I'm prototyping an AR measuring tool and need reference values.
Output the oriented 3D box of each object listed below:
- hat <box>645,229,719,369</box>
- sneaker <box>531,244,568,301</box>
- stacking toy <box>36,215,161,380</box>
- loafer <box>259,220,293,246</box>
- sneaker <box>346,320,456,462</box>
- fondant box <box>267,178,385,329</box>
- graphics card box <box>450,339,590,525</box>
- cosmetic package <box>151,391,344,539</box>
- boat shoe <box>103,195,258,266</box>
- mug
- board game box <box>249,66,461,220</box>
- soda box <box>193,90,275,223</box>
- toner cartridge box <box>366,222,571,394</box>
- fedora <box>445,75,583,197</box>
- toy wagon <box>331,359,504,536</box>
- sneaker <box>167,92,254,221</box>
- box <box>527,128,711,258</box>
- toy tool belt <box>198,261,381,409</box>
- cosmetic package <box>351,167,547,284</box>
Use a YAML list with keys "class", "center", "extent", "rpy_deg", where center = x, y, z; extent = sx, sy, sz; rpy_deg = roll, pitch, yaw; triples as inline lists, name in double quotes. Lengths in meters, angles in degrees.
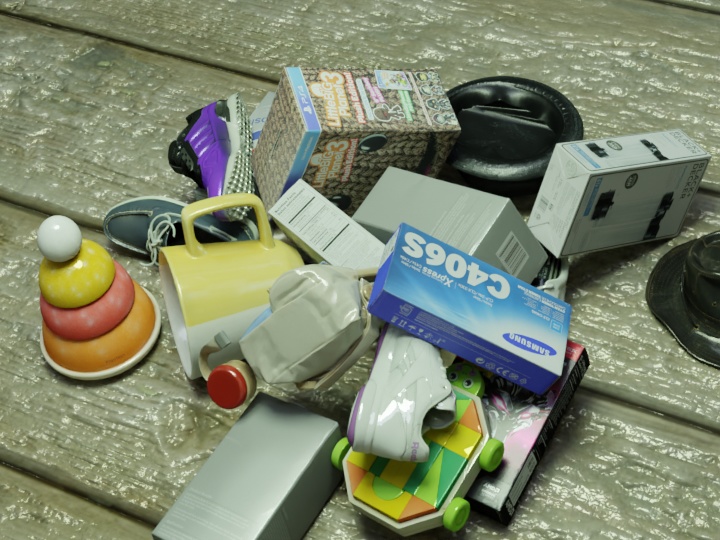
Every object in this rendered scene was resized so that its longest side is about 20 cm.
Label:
- class: "hat"
  center: [0.415, 0.009, 1.499]
  extent: [0.198, 0.081, 0.202]
  rpy_deg: [-4, 47, 4]
- class: "sneaker"
  center: [0.192, 0.042, 1.513]
  extent: [0.072, 0.071, 0.201]
  rpy_deg: [2, 50, 11]
- class: "stacking toy"
  center: [-0.313, 0.012, 1.537]
  extent: [0.144, 0.201, 0.147]
  rpy_deg: [-4, 47, 5]
- class: "loafer"
  center: [-0.073, -0.083, 1.682]
  extent: [0.070, 0.073, 0.201]
  rpy_deg: [10, 54, 4]
- class: "sneaker"
  center: [0.056, 0.107, 1.355]
  extent: [0.099, 0.075, 0.201]
  rpy_deg: [16, 55, 7]
- class: "fondant box"
  center: [0.000, 0.000, 1.529]
  extent: [0.058, 0.144, 0.200]
  rpy_deg: [-45, 54, -7]
- class: "graphics card box"
  center: [0.139, 0.147, 1.412]
  extent: [0.125, 0.051, 0.201]
  rpy_deg: [22, 71, 26]
- class: "cosmetic package"
  center: [-0.107, 0.231, 1.383]
  extent: [0.106, 0.091, 0.200]
  rpy_deg: [20, 52, 28]
- class: "boat shoe"
  center: [-0.224, -0.040, 1.655]
  extent: [0.198, 0.076, 0.062]
  rpy_deg: [12, 27, 9]
- class: "mug"
  center: [-0.135, 0.023, 1.522]
  extent: [0.152, 0.187, 0.151]
  rpy_deg: [-13, 62, -14]
- class: "board game box"
  center: [-0.009, -0.148, 1.603]
  extent: [0.198, 0.160, 0.097]
  rpy_deg: [-3, 54, -25]
- class: "soda box"
  center: [-0.131, -0.136, 1.732]
  extent: [0.063, 0.069, 0.201]
  rpy_deg: [16, 52, 22]
- class: "toner cartridge box"
  center: [0.111, 0.038, 1.358]
  extent: [0.199, 0.043, 0.096]
  rpy_deg: [25, 49, -10]
- class: "fedora"
  center: [0.176, -0.151, 1.677]
  extent: [0.198, 0.092, 0.202]
  rpy_deg: [-5, 47, 5]
- class: "toy wagon"
  center: [0.067, 0.164, 1.370]
  extent: [0.154, 0.040, 0.201]
  rpy_deg: [23, 71, 32]
- class: "sneaker"
  center: [-0.184, -0.127, 1.647]
  extent: [0.098, 0.070, 0.201]
  rpy_deg: [-11, 44, 9]
- class: "box"
  center: [0.293, -0.089, 1.538]
  extent: [0.199, 0.117, 0.060]
  rpy_deg: [-9, 41, -36]
- class: "toy tool belt"
  center: [-0.060, 0.066, 1.403]
  extent: [0.125, 0.200, 0.123]
  rpy_deg: [53, 28, 6]
- class: "cosmetic package"
  center: [0.097, -0.037, 1.516]
  extent: [0.199, 0.107, 0.091]
  rpy_deg: [15, 64, 48]
